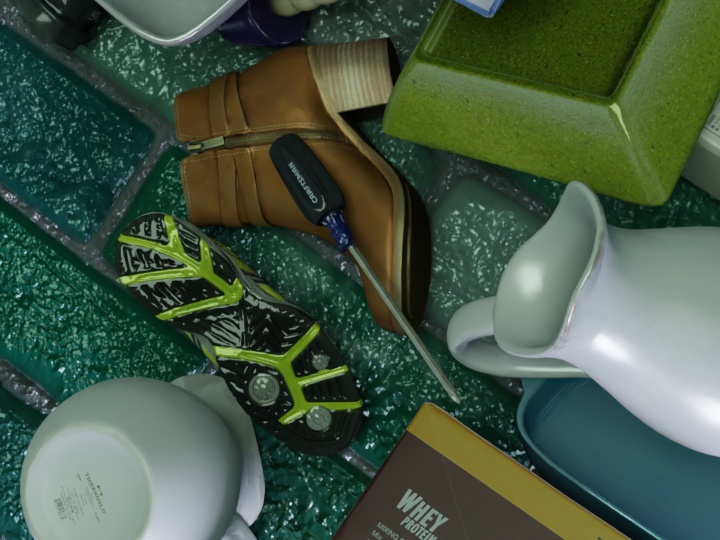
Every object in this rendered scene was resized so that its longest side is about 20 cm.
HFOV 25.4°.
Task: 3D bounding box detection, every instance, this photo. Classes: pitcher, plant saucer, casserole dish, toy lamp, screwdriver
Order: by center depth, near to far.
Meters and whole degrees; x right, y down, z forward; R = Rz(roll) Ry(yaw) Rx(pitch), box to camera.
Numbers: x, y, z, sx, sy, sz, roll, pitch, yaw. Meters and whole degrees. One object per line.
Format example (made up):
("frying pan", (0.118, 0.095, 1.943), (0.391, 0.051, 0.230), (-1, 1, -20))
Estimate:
("pitcher", (0.163, 0.038, 0.886), (0.199, 0.171, 0.122), (18, 64, -22))
("casserole dish", (0.180, 0.114, 0.932), (0.199, 0.039, 0.121), (34, 52, 20))
("plant saucer", (0.124, -0.154, 0.933), (0.199, 0.048, 0.201), (18, 71, 34))
("screwdriver", (0.000, 0.000, 0.947), (0.029, 0.028, 0.201), (-24, 68, -13))
("pitcher", (-0.113, 0.147, 0.965), (0.121, 0.200, 0.173), (-30, 81, 12))
("toy lamp", (-0.016, -0.177, 0.991), (0.199, 0.058, 0.059), (-6, 85, 44))

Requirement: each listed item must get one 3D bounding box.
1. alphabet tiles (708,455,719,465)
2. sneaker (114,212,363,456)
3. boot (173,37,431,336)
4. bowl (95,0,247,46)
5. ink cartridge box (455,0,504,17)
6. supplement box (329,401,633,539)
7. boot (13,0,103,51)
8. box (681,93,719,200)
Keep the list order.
("alphabet tiles", (0.278, 0.088, 0.959), (0.195, 0.015, 0.201), (33, 95, 14))
("sneaker", (-0.070, 0.034, 1.028), (0.075, 0.076, 0.200), (-41, 96, 8))
("boot", (-0.039, -0.043, 1.022), (0.153, 0.074, 0.202), (-12, 73, 13))
("bowl", (-0.109, -0.255, 0.992), (0.200, 0.075, 0.200), (45, 95, 12))
("ink cartridge box", (0.042, -0.252, 0.894), (0.136, 0.201, 0.076), (26, 135, -14))
("supplement box", (0.070, 0.221, 0.919), (0.197, 0.133, 0.201), (33, 83, 19))
("boot", (-0.183, -0.276, 1.072), (0.165, 0.066, 0.200), (44, 101, 5))
("box", (0.273, -0.062, 0.926), (0.199, 0.078, 0.095), (37, 83, 14))
